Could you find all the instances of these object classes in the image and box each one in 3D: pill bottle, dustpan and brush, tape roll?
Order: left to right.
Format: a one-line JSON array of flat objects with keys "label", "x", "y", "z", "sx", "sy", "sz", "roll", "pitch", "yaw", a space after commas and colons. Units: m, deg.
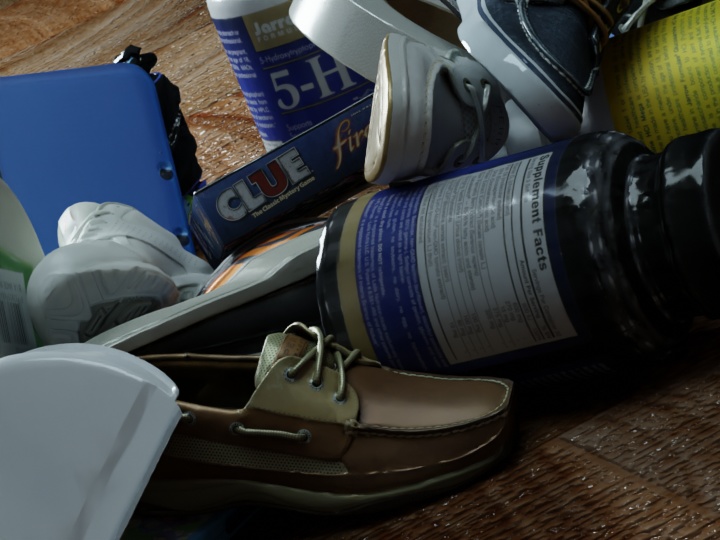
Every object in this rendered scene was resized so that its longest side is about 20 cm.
[{"label": "dustpan and brush", "x": -0.172, "y": 0.076, "z": 1.304, "sx": 0.199, "sy": 0.140, "sz": 0.057, "roll": 30, "pitch": 7, "yaw": 25}, {"label": "pill bottle", "x": -0.034, "y": -0.164, "z": 1.853, "sx": 0.119, "sy": 0.201, "sz": 0.120, "roll": -21, "pitch": 16, "yaw": 6}, {"label": "tape roll", "x": 0.053, "y": -0.129, "z": 1.681, "sx": 0.203, "sy": 0.202, "sz": 0.037, "roll": -95, "pitch": 29, "yaw": -74}, {"label": "pill bottle", "x": 0.088, "y": -0.001, "z": 1.314, "sx": 0.199, "sy": 0.112, "sz": 0.112, "roll": -14, "pitch": 18, "yaw": 27}, {"label": "pill bottle", "x": 0.179, "y": -0.078, "z": 1.437, "sx": 0.199, "sy": 0.113, "sz": 0.113, "roll": -18, "pitch": 16, "yaw": 17}]

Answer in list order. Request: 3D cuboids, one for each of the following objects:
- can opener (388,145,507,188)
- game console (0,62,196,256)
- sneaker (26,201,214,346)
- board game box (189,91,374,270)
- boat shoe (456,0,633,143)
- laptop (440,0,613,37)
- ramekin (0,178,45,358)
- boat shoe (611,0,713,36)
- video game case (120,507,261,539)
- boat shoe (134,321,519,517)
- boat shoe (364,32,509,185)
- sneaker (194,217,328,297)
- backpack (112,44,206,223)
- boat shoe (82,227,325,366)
[{"label": "can opener", "x": 0.102, "y": -0.044, "z": 1.575, "sx": 0.199, "sy": 0.053, "sz": 0.066, "roll": -8, "pitch": -13, "yaw": 39}, {"label": "game console", "x": -0.199, "y": -0.008, "z": 1.664, "sx": 0.118, "sy": 0.201, "sz": 0.170, "roll": 11, "pitch": -36, "yaw": -42}, {"label": "sneaker", "x": -0.141, "y": 0.005, "z": 1.520, "sx": 0.078, "sy": 0.099, "sz": 0.200, "roll": -47, "pitch": -17, "yaw": 9}, {"label": "board game box", "x": -0.031, "y": -0.052, "z": 1.592, "sx": 0.135, "sy": 0.035, "sz": 0.200, "roll": -30, "pitch": -2, "yaw": -6}, {"label": "boat shoe", "x": 0.100, "y": -0.131, "z": 1.391, "sx": 0.091, "sy": 0.071, "sz": 0.200, "roll": -41, "pitch": 18, "yaw": 11}, {"label": "laptop", "x": 0.142, "y": -0.158, "z": 1.637, "sx": 0.104, "sy": 0.199, "sz": 0.177, "roll": -54, "pitch": 44, "yaw": 12}, {"label": "ramekin", "x": -0.221, "y": 0.041, "z": 1.462, "sx": 0.097, "sy": 0.201, "sz": 0.200, "roll": -13, "pitch": 17, "yaw": 9}, {"label": "boat shoe", "x": 0.180, "y": -0.142, "z": 1.544, "sx": 0.060, "sy": 0.199, "sz": 0.076, "roll": -72, "pitch": 6, "yaw": -56}, {"label": "video game case", "x": -0.095, "y": 0.086, "z": 1.371, "sx": 0.142, "sy": 0.018, "sz": 0.200, "roll": 10, "pitch": 34, "yaw": 33}, {"label": "boat shoe", "x": -0.029, "y": 0.066, "z": 1.283, "sx": 0.199, "sy": 0.074, "sz": 0.076, "roll": -6, "pitch": 24, "yaw": 11}, {"label": "boat shoe", "x": 0.041, "y": -0.080, "z": 1.397, "sx": 0.069, "sy": 0.071, "sz": 0.200, "roll": 11, "pitch": 11, "yaw": 2}, {"label": "sneaker", "x": 0.000, "y": 0.000, "z": 1.461, "sx": 0.199, "sy": 0.078, "sz": 0.112, "roll": -26, "pitch": 4, "yaw": -4}, {"label": "backpack", "x": -0.208, "y": -0.040, "z": 1.806, "sx": 0.182, "sy": 0.135, "sz": 0.200, "roll": -16, "pitch": 16, "yaw": 21}, {"label": "boat shoe", "x": -0.072, "y": 0.039, "z": 1.368, "sx": 0.199, "sy": 0.061, "sz": 0.074, "roll": -26, "pitch": 9, "yaw": -26}]
